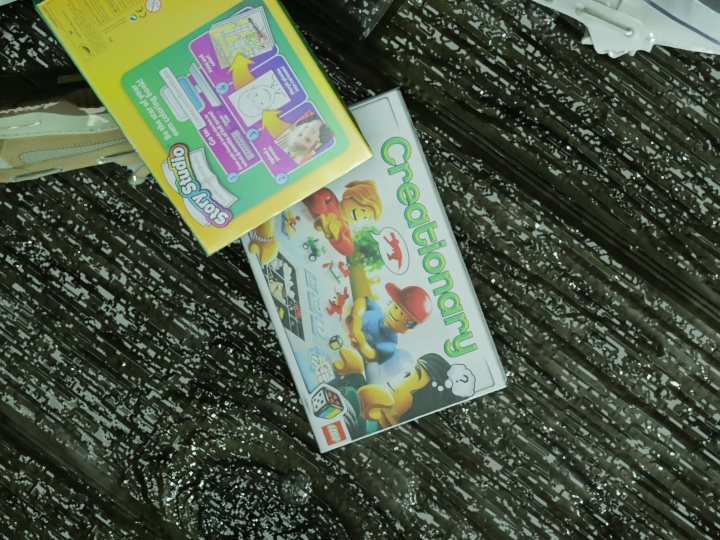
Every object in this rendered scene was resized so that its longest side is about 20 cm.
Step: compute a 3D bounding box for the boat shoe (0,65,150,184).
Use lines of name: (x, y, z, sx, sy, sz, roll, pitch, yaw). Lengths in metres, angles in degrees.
boat shoe: (-0.140, -0.091, 1.366, 0.200, 0.072, 0.076, -5, 122, 3)

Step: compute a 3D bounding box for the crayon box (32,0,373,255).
crayon box: (-0.092, -0.119, 1.273, 0.119, 0.058, 0.200, -31, 123, 3)

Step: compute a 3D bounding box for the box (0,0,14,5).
box: (-0.295, -0.236, 1.325, 0.200, 0.097, 0.177, -17, 113, 7)

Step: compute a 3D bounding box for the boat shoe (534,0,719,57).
boat shoe: (0.160, -0.166, 1.331, 0.200, 0.071, 0.070, 23, 124, -1)

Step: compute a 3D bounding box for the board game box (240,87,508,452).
board game box: (0.000, 0.000, 1.370, 0.126, 0.035, 0.200, -21, 93, 6)
